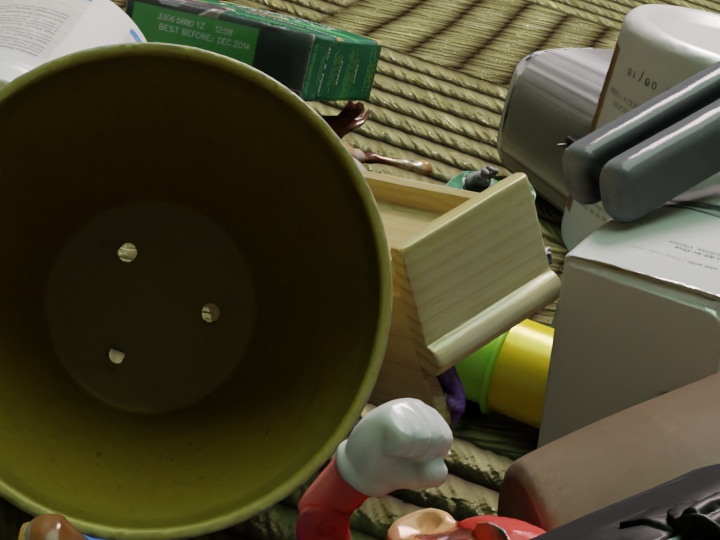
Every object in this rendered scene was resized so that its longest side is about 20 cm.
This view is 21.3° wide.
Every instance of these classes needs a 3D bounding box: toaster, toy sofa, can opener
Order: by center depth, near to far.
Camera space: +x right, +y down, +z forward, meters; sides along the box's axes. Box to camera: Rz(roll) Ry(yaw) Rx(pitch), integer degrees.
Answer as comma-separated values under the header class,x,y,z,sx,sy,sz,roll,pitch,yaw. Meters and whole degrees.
class,x,y,z,sx,sy,sz,roll,pitch,yaw
toy sofa,0.000,0.000,0.926,0.083,0.098,0.199,-30,27,-31
can opener,0.185,-0.070,0.932,0.199,0.067,0.053,-25,32,-29
toaster,0.185,-0.092,1.349,0.199,0.114,0.129,-2,23,-33

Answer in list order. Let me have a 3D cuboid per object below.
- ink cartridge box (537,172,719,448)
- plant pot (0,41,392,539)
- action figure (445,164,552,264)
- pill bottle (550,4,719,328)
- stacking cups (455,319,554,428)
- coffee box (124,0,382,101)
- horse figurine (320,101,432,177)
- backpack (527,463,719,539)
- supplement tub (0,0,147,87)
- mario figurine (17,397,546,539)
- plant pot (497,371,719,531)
class,x,y,z,sx,sy,sz,roll,pitch,yaw
ink cartridge box,0.166,0.032,0.944,0.084,0.147,0.200,17,28,25
plant pot,-0.093,0.013,0.837,0.199,0.201,0.142,14,-6,-5
action figure,0.077,-0.021,1.142,0.118,0.055,0.200,54,20,-7
pill bottle,0.177,-0.040,1.091,0.114,0.201,0.114,13,22,-5
stacking cups,0.024,0.025,1.016,0.199,0.061,0.060,23,23,16
coffee box,-0.065,-0.140,1.203,0.122,0.044,0.200,15,8,12
horse figurine,-0.001,-0.054,1.213,0.132,0.050,0.200,10,24,-31
backpack,0.104,0.167,0.566,0.177,0.201,0.150,-14,-6,-46
supplement tub,-0.183,-0.072,1.020,0.131,0.133,0.200,15,21,-2
mario figurine,-0.018,0.118,0.651,0.199,0.124,0.106,-4,29,-3
plant pot,0.149,0.116,0.751,0.173,0.201,0.200,-8,26,-8
